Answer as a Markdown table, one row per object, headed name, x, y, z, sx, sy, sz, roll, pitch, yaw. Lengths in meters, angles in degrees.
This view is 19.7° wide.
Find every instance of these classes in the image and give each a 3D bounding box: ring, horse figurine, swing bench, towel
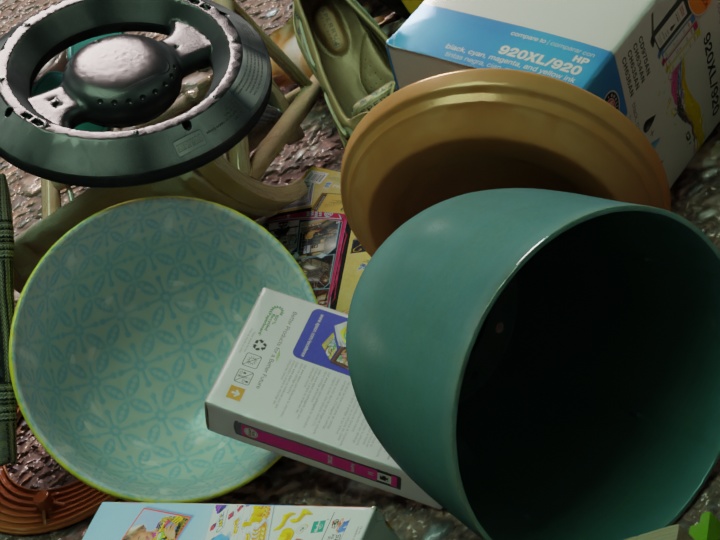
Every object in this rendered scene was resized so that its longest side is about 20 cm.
| name | x | y | z | sx | sy | sz | roll | pitch | yaw |
| --- | --- | --- | --- | --- | --- | --- | --- | --- | --- |
| ring | -0.199 | 0.100 | 1.462 | 0.199 | 0.019 | 0.201 | -22 | 36 | 17 |
| horse figurine | -0.020 | -0.172 | 1.610 | 0.132 | 0.050 | 0.199 | -43 | 33 | -25 |
| swing bench | -0.143 | -0.076 | 1.503 | 0.198 | 0.130 | 0.201 | -27 | 35 | 29 |
| towel | -0.259 | 0.042 | 1.404 | 0.034 | 0.194 | 0.200 | -2 | -6 | -23 |

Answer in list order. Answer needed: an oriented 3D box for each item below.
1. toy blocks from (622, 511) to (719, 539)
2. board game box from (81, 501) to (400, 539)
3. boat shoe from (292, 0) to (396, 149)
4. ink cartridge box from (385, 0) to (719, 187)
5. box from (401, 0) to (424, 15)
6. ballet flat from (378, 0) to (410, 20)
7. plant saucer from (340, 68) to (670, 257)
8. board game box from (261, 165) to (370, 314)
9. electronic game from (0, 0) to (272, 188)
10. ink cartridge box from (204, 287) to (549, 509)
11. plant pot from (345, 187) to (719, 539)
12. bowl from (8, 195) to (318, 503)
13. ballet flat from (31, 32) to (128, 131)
| name | x | y | z | sx | sy | sz | roll | pitch | yaw |
| --- | --- | --- | --- | --- | --- | --- | --- | --- | --- |
| toy blocks | 0.107 | 0.217 | 1.034 | 0.136 | 0.100 | 0.201 | -23 | 35 | 35 |
| board game box | -0.067 | 0.202 | 1.165 | 0.199 | 0.103 | 0.105 | -3 | 46 | 36 |
| boat shoe | 0.003 | -0.130 | 1.473 | 0.073 | 0.063 | 0.200 | -34 | 64 | -2 |
| ink cartridge box | 0.140 | -0.134 | 1.322 | 0.144 | 0.148 | 0.200 | 18 | 54 | 33 |
| box | 0.085 | -0.209 | 1.436 | 0.117 | 0.200 | 0.049 | -24 | 50 | 15 |
| ballet flat | 0.033 | -0.221 | 1.507 | 0.068 | 0.199 | 0.068 | -3 | 70 | 64 |
| plant saucer | 0.084 | -0.034 | 1.236 | 0.199 | 0.200 | 0.038 | -13 | 43 | 27 |
| board game box | 0.000 | 0.000 | 1.406 | 0.199 | 0.035 | 0.136 | 14 | 57 | 47 |
| electronic game | -0.157 | -0.124 | 1.372 | 0.198 | 0.042 | 0.201 | -2 | 43 | 2 |
| ink cartridge box | 0.014 | 0.082 | 1.258 | 0.199 | 0.037 | 0.095 | 17 | 54 | 13 |
| plant pot | 0.086 | 0.044 | 1.149 | 0.201 | 0.201 | 0.161 | -45 | 34 | -15 |
| bowl | -0.127 | 0.062 | 1.353 | 0.200 | 0.200 | 0.108 | -46 | -5 | -16 |
| ballet flat | -0.206 | -0.117 | 1.452 | 0.069 | 0.070 | 0.201 | -19 | 34 | 20 |
